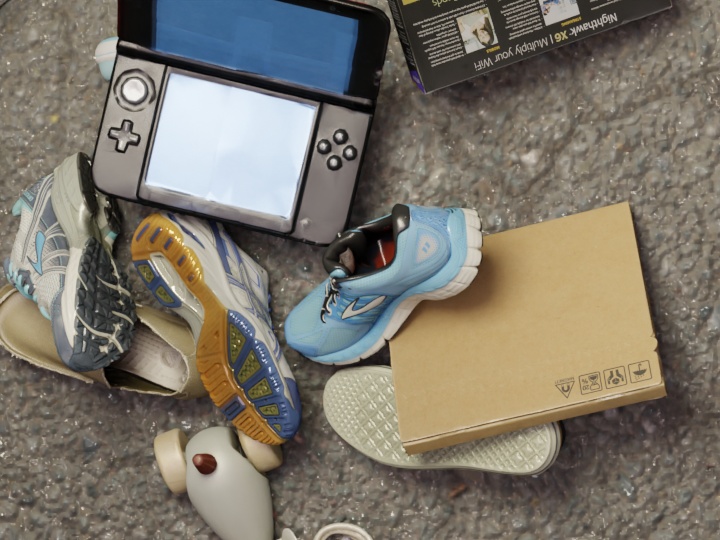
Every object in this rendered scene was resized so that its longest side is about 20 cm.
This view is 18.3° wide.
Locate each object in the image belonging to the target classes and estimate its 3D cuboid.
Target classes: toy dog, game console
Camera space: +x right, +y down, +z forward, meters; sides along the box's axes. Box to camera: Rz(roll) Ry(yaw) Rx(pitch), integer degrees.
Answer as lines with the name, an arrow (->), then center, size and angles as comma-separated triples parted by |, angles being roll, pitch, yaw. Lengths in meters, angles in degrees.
toy dog -> -0.090, 0.199, 1.711 | 0.132, 0.096, 0.200 | -41, 85, 10
game console -> -0.091, -0.120, 1.615 | 0.198, 0.119, 0.174 | 13, 90, 1

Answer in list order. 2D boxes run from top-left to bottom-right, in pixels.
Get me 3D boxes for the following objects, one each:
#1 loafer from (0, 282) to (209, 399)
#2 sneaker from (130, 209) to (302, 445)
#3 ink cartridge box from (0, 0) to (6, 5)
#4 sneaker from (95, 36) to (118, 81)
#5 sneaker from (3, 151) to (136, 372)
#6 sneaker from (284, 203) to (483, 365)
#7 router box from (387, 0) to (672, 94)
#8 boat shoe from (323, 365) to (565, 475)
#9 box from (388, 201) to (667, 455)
loafer -> -0.199, 0.051, 1.739 | 0.198, 0.067, 0.077 | 12, 94, 9
sneaker -> -0.089, 0.034, 1.705 | 0.075, 0.088, 0.201 | -34, 83, 38
ink cartridge box -> -0.357, -0.283, 1.713 | 0.083, 0.146, 0.200 | -41, 85, 10
sneaker -> -0.112, -0.111, 1.711 | 0.198, 0.080, 0.132 | 7, 92, 11
sneaker -> -0.226, 0.006, 1.706 | 0.086, 0.078, 0.201 | -26, 44, 17
sneaker -> 0.000, 0.000, 1.653 | 0.200, 0.089, 0.079 | -38, 44, 41
router box -> 0.111, -0.237, 1.635 | 0.198, 0.052, 0.159 | -19, 106, -4
boat shoe -> 0.065, 0.115, 1.699 | 0.198, 0.062, 0.075 | 8, 96, 25
box -> 0.118, 0.041, 1.663 | 0.198, 0.021, 0.165 | -14, 56, 11
